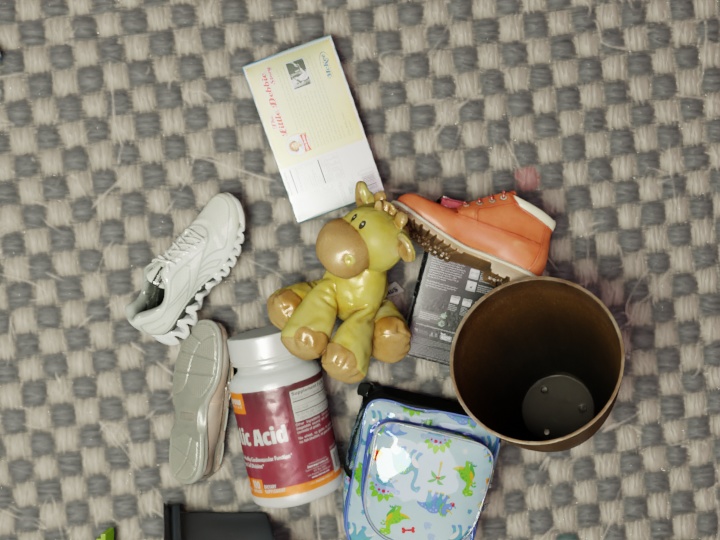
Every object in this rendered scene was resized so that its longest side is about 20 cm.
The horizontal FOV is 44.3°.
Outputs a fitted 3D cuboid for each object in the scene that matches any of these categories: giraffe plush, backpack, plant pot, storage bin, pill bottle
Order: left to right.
[{"bbox_3d":[-0.165,0.364,1.043,0.133,0.200,0.147,-1,94,-11],"label":"storage bin"},{"bbox_3d":[-0.094,0.171,1.066,0.113,0.114,0.202,-12,94,-1],"label":"pill bottle"},{"bbox_3d":[0.000,0.000,1.000,0.172,0.200,0.163,30,133,18],"label":"giraffe plush"},{"bbox_3d":[0.066,0.258,1.062,0.181,0.147,0.202,12,96,0],"label":"backpack"},{"bbox_3d":[0.216,0.133,1.025,0.185,0.200,0.188,-8,63,17],"label":"plant pot"}]

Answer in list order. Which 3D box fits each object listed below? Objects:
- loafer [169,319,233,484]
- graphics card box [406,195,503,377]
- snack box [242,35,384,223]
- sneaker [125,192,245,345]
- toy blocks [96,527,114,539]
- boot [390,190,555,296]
[{"bbox_3d":[-0.192,0.160,1.097,0.071,0.063,0.202,9,90,31],"label":"loafer"},{"bbox_3d":[0.132,0.020,1.097,0.124,0.051,0.202,13,92,-3],"label":"graphics card box"},{"bbox_3d":[-0.057,-0.172,1.085,0.115,0.037,0.202,-19,94,-1],"label":"snack box"},{"bbox_3d":[-0.208,-0.007,1.059,0.075,0.081,0.201,30,90,39],"label":"sneaker"},{"bbox_3d":[-0.377,0.420,1.091,0.135,0.100,0.202,1,94,9],"label":"toy blocks"},{"bbox_3d":[0.133,-0.057,1.039,0.199,0.075,0.108,26,81,-5],"label":"boot"}]
